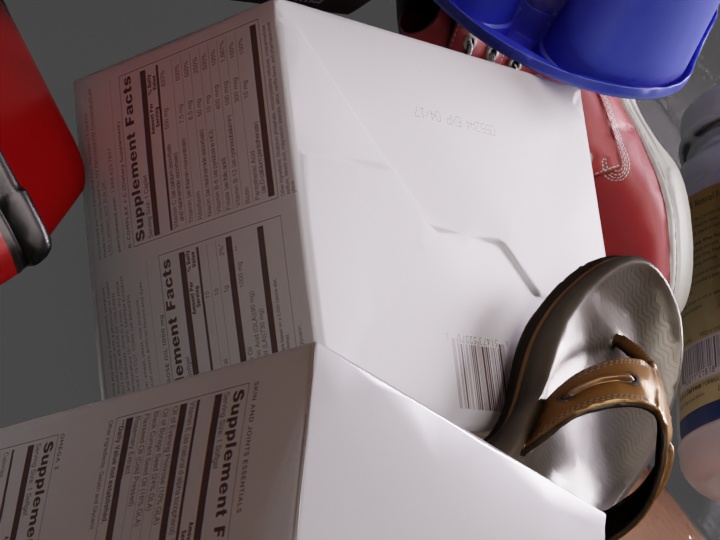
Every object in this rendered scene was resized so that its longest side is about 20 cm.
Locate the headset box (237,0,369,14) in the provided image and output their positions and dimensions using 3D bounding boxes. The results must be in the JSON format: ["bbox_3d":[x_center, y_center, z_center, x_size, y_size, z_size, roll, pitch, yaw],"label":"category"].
[{"bbox_3d":[-0.073,-0.180,0.788,0.199,0.077,0.150,0,71,-39],"label":"headset box"}]

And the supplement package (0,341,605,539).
[{"bbox_3d":[-0.049,0.136,0.689,0.152,0.199,0.152,32,53,-42],"label":"supplement package"}]

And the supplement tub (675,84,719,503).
[{"bbox_3d":[0.229,0.012,1.141,0.144,0.144,0.201,23,60,-46],"label":"supplement tub"}]

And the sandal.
[{"bbox_3d":[0.081,0.065,0.822,0.200,0.054,0.082,-44,116,-47],"label":"sandal"}]

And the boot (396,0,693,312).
[{"bbox_3d":[0.079,-0.063,1.041,0.144,0.072,0.201,3,67,-51],"label":"boot"}]

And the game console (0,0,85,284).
[{"bbox_3d":[-0.189,-0.078,0.743,0.172,0.119,0.201,-31,103,-20],"label":"game console"}]

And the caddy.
[{"bbox_3d":[0.098,-0.148,0.981,0.141,0.105,0.200,29,31,4],"label":"caddy"}]

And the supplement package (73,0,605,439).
[{"bbox_3d":[0.000,0.000,0.878,0.199,0.110,0.157,9,70,-50],"label":"supplement package"}]
